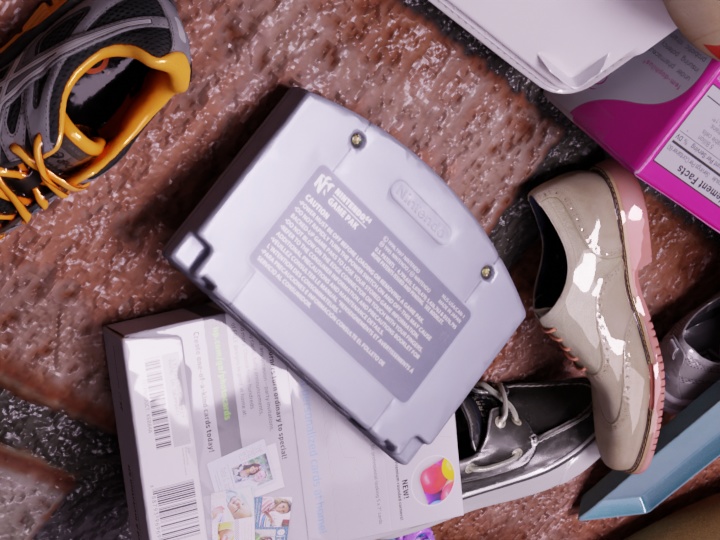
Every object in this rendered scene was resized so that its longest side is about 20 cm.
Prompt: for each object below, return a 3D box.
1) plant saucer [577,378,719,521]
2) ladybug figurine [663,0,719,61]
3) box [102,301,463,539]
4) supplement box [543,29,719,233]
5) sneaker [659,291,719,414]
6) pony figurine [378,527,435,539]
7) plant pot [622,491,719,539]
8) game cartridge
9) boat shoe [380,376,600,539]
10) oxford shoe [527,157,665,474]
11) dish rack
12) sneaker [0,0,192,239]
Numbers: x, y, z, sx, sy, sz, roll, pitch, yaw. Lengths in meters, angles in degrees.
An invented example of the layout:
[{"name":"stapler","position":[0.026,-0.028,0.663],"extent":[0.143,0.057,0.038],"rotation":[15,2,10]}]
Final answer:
[{"name":"plant saucer","position":[0.226,0.120,1.146],"extent":[0.069,0.019,0.200],"rotation":[-1,148,-32]},{"name":"ladybug figurine","position":[0.236,-0.152,0.824],"extent":[0.198,0.072,0.137],"rotation":[0,123,-34]},{"name":"box","position":[-0.040,0.089,0.954],"extent":[0.198,0.041,0.158],"rotation":[-13,104,-24]},{"name":"supplement box","position":[0.216,-0.139,0.944],"extent":[0.103,0.101,0.201],"rotation":[28,106,-42]},{"name":"sneaker","position":[0.287,0.033,1.119],"extent":[0.199,0.075,0.082],"rotation":[-29,157,-10]},{"name":"pony figurine","position":[0.068,0.261,1.102],"extent":[0.166,0.192,0.202],"rotation":[-43,145,-46]},{"name":"plant pot","position":[0.284,0.243,1.231],"extent":[0.198,0.187,0.188],"rotation":[-6,127,-12]},{"name":"game cartridge","position":[0.000,0.000,0.912],"extent":[0.200,0.041,0.134],"rotation":[44,75,-30]},{"name":"boat shoe","position":[0.080,0.108,1.062],"extent":[0.198,0.071,0.064],"rotation":[-22,133,-15]},{"name":"oxford shoe","position":[0.141,0.034,1.028],"extent":[0.073,0.071,0.202],"rotation":[-12,102,-15]},{"name":"dish rack","position":[0.107,-0.172,0.843],"extent":[0.171,0.044,0.199],"rotation":[-36,134,27]},{"name":"sneaker","position":[-0.159,-0.061,0.783],"extent":[0.200,0.077,0.078],"rotation":[-46,135,7]}]
